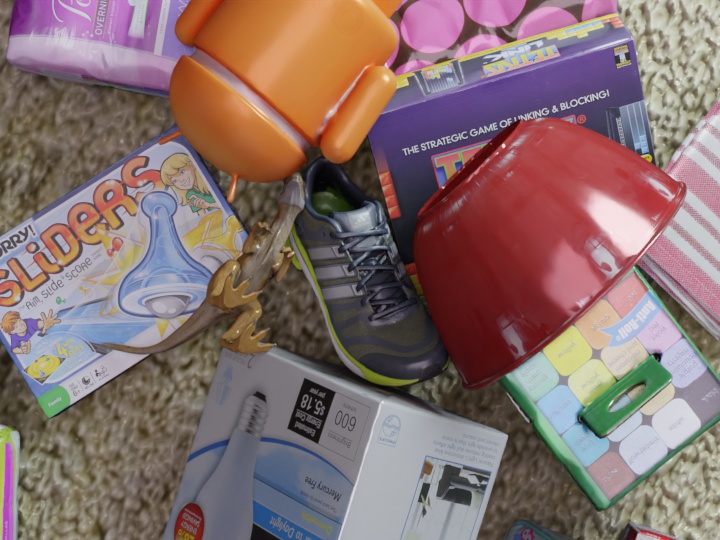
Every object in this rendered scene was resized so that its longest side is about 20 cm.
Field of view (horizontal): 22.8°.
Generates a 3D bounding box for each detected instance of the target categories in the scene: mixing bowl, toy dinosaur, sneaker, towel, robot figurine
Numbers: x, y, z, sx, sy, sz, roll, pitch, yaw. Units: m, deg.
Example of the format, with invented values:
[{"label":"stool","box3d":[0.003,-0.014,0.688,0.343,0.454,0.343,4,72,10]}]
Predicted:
[{"label":"mixing bowl","box3d":[0.108,-0.029,1.184,0.200,0.200,0.109,-42,96,1]},{"label":"toy dinosaur","box3d":[-0.095,0.022,1.266,0.200,0.106,0.060,-44,112,8]},{"label":"sneaker","box3d":[0.000,0.000,1.260,0.073,0.081,0.200,-22,52,-20]},{"label":"towel","box3d":[0.284,-0.062,1.296,0.146,0.030,0.201,39,88,-30]},{"label":"robot figurine","box3d":[-0.054,-0.146,1.228,0.144,0.117,0.201,39,88,-15]}]

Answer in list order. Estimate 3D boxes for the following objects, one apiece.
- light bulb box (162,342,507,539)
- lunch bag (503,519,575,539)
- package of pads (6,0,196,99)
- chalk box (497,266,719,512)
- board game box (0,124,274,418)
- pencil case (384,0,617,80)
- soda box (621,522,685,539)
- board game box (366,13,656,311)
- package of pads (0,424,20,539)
[{"label":"light bulb box","box3d":[-0.027,0.173,1.238,0.124,0.197,0.202,18,90,-38]},{"label":"lunch bag","box3d":[0.128,0.282,1.267,0.076,0.160,0.202,22,90,-17]},{"label":"package of pads","box3d":[-0.153,-0.191,1.319,0.198,0.076,0.122,11,87,2]},{"label":"chalk box","box3d":[0.172,0.077,1.243,0.124,0.200,0.124,-38,89,1]},{"label":"board game box","box3d":[-0.182,0.000,1.337,0.199,0.034,0.136,-33,89,1]},{"label":"pencil case","box3d":[0.084,-0.188,1.306,0.198,0.091,0.095,-23,97,3]},{"label":"soda box","box3d":[0.200,0.293,1.310,0.069,0.063,0.202,17,90,2]},{"label":"board game box","box3d":[0.111,-0.075,1.284,0.198,0.057,0.167,-16,120,2]},{"label":"package of pads","box3d":[-0.354,0.184,1.324,0.197,0.068,0.157,1,90,1]}]
